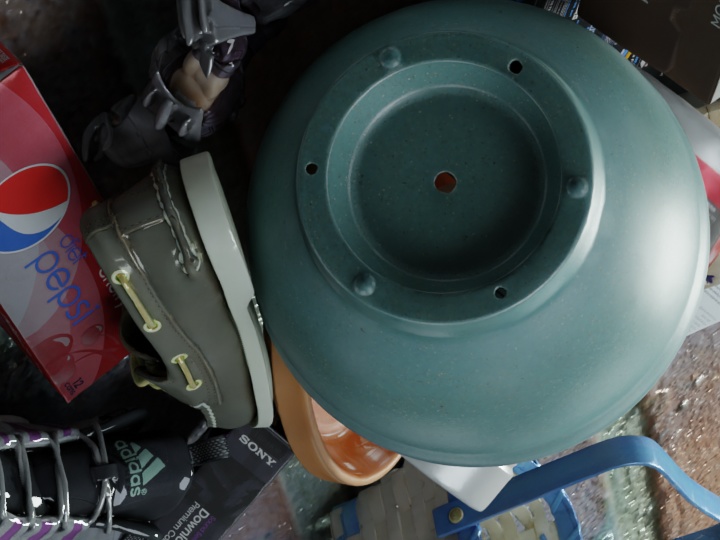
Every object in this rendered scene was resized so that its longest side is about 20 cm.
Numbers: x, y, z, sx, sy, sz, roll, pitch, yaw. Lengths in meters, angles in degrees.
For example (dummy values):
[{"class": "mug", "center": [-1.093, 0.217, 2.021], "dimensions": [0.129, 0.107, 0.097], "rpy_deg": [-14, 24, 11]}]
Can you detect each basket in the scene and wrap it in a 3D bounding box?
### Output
[{"class": "basket", "center": [0.095, 0.151, 1.584], "dimensions": [0.200, 0.139, 0.176], "rpy_deg": [-18, 152, 19]}]

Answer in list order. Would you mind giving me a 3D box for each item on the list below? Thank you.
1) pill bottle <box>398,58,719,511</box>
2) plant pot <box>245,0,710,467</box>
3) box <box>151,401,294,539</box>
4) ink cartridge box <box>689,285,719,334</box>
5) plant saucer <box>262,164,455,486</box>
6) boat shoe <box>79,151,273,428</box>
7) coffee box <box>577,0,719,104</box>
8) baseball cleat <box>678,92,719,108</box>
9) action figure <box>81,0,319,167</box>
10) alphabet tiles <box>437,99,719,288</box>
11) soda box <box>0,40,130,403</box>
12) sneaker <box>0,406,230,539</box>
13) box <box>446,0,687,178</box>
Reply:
[{"class": "pill bottle", "center": [0.083, 0.006, 1.300], "dimensions": [0.200, 0.111, 0.111], "rpy_deg": [-52, 146, 1]}, {"class": "plant pot", "center": [0.041, -0.025, 1.182], "dimensions": [0.200, 0.200, 0.134], "rpy_deg": [-42, 167, 0]}, {"class": "box", "center": [-0.100, 0.135, 1.415], "dimensions": [0.200, 0.036, 0.143], "rpy_deg": [-48, -176, 9]}, {"class": "ink cartridge box", "center": [0.177, -0.014, 1.541], "dimensions": [0.200, 0.043, 0.196], "rpy_deg": [-24, 160, 14]}, {"class": "plant saucer", "center": [0.000, 0.000, 1.355], "dimensions": [0.200, 0.032, 0.201], "rpy_deg": [7, 90, -69]}, {"class": "boat shoe", "center": [-0.076, 0.017, 1.228], "dimensions": [0.060, 0.072, 0.202], "rpy_deg": [-18, 153, -4]}, {"class": "coffee box", "center": [0.198, -0.173, 1.290], "dimensions": [0.200, 0.080, 0.113], "rpy_deg": [-32, 150, -38]}, {"class": "baseball cleat", "center": [0.211, -0.109, 1.469], "dimensions": [0.106, 0.070, 0.200], "rpy_deg": [-18, 151, -31]}, {"class": "action figure", "center": [-0.042, -0.112, 1.200], "dimensions": [0.200, 0.069, 0.130], "rpy_deg": [-43, -170, -8]}, {"class": "alphabet tiles", "center": [0.144, -0.025, 1.427], "dimensions": [0.200, 0.008, 0.167], "rpy_deg": [-17, 149, 0]}, {"class": "soda box", "center": [-0.149, -0.030, 1.218], "dimensions": [0.063, 0.070, 0.200], "rpy_deg": [-39, 146, -9]}, {"class": "sneaker", "center": [-0.127, 0.089, 1.278], "dimensions": [0.140, 0.078, 0.200], "rpy_deg": [-6, 177, -3]}, {"class": "box", "center": [0.122, -0.152, 1.341], "dimensions": [0.198, 0.050, 0.200], "rpy_deg": [-26, 146, -47]}]
